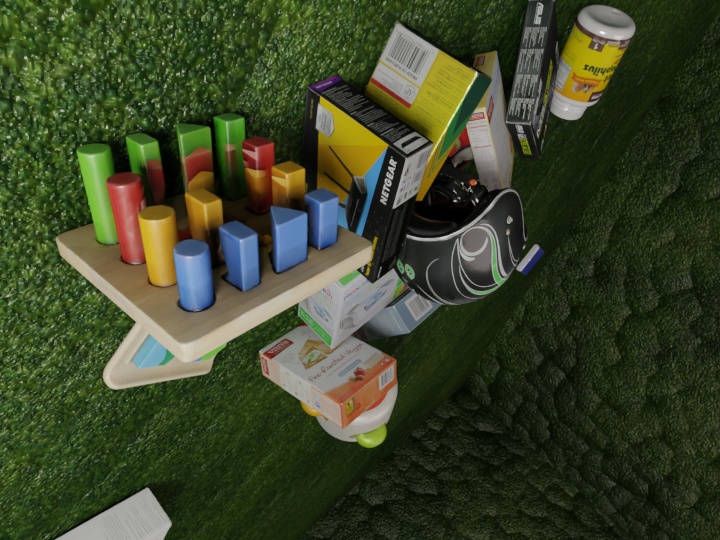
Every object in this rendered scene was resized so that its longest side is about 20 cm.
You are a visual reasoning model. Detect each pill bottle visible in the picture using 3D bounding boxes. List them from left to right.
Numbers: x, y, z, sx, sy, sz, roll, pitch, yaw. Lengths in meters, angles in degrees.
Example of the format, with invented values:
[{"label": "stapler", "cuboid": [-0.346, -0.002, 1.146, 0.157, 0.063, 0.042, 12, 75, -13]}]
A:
[{"label": "pill bottle", "cuboid": [0.449, -0.407, 1.063, 0.109, 0.109, 0.201, -36, 154, -30]}]

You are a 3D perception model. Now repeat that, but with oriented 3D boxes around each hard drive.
[{"label": "hard drive", "cuboid": [0.738, -0.046, 2.312, 0.132, 0.025, 0.200, -54, 158, 11]}]

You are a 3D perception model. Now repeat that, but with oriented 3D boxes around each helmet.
[{"label": "helmet", "cuboid": [0.135, -0.048, 0.754, 0.200, 0.200, 0.191, -45, 141, -11]}]

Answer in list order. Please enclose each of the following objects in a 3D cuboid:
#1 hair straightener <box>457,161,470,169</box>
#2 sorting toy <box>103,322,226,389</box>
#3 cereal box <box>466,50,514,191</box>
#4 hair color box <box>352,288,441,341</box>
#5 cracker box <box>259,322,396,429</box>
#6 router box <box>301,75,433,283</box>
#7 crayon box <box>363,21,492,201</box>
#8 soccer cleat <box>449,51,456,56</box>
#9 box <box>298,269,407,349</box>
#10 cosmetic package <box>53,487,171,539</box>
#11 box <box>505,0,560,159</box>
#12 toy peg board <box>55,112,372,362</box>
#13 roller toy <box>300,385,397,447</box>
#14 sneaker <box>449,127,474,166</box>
[{"label": "hair straightener", "cuboid": [0.121, -0.179, 0.920, 0.199, 0.041, 0.077, -38, 130, -14]}, {"label": "sorting toy", "cuboid": [-0.201, 0.063, 0.675, 0.201, 0.036, 0.185, -55, 157, 13]}, {"label": "cereal box", "cuboid": [0.205, -0.213, 0.835, 0.201, 0.039, 0.145, 61, 37, -44]}, {"label": "hair color box", "cuboid": [0.057, 0.081, 1.041, 0.099, 0.061, 0.200, -35, -174, -31]}, {"label": "cracker box", "cuboid": [-0.056, 0.162, 0.892, 0.133, 0.199, 0.058, -31, 129, -39]}, {"label": "router box", "cuboid": [-0.006, -0.101, 0.634, 0.051, 0.149, 0.201, -34, 153, -33]}, {"label": "crayon box", "cuboid": [0.053, -0.177, 0.658, 0.051, 0.127, 0.201, -14, 140, -55]}, {"label": "soccer cleat", "cuboid": [0.075, -0.196, 0.721, 0.070, 0.086, 0.201, -9, 135, -58]}, {"label": "box", "cuboid": [0.000, 0.000, 0.883, 0.199, 0.097, 0.177, -36, 156, -31]}, {"label": "cosmetic package", "cuboid": [-0.410, 0.444, 0.829, 0.199, 0.081, 0.113, -21, 146, -52]}, {"label": "box", "cuboid": [0.297, -0.313, 0.905, 0.193, 0.047, 0.202, 16, 85, -69]}, {"label": "toy peg board", "cuboid": [-0.123, -0.053, 0.450, 0.199, 0.198, 0.099, -30, 136, -40]}, {"label": "roller toy", "cuboid": [-0.015, 0.264, 1.164, 0.140, 0.198, 0.183, 98, 16, -54]}, {"label": "sneaker", "cuboid": [0.125, -0.206, 0.834, 0.199, 0.076, 0.086, -31, 121, -45]}]
